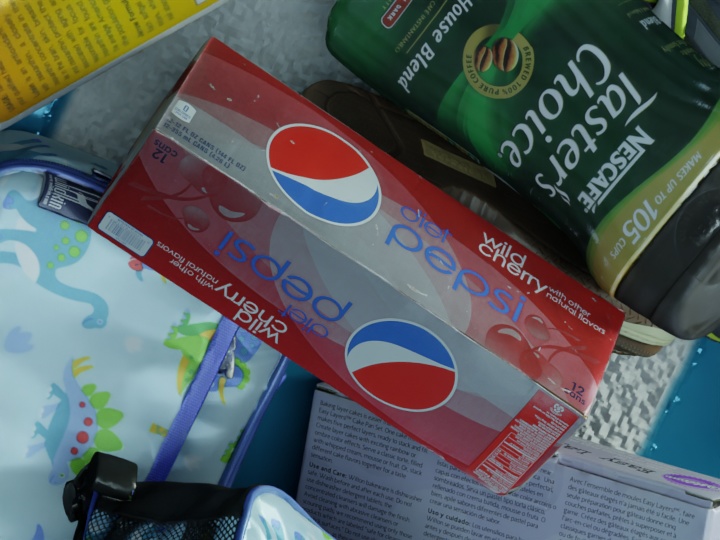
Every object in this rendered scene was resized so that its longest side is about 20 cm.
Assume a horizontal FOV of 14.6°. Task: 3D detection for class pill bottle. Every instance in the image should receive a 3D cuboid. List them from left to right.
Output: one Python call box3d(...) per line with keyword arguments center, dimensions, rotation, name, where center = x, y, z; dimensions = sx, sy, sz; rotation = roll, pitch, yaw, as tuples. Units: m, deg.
box3d(center=(-0.140, -0.118, 1.089), dimensions=(0.200, 0.111, 0.111), rotation=(-30, 107, -5), name="pill bottle")

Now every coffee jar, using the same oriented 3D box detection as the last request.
box3d(center=(0.089, -0.067, 1.122), dimensions=(0.200, 0.085, 0.104), rotation=(41, 103, 12), name="coffee jar")

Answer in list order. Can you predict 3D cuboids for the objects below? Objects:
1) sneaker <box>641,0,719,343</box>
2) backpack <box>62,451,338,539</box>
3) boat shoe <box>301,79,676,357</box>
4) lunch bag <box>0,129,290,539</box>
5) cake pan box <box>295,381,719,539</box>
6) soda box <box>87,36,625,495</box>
box3d(center=(0.161, -0.065, 1.168), dimensions=(0.074, 0.081, 0.200), rotation=(-15, 105, -44), name="sneaker")
box3d(center=(-0.040, 0.196, 1.060), dimensions=(0.183, 0.147, 0.200), rotation=(44, 55, -48), name="backpack")
box3d(center=(0.041, -0.009, 1.185), dimensions=(0.202, 0.075, 0.075), rotation=(28, 124, -21), name="boat shoe")
box3d(center=(-0.121, 0.055, 1.148), dimensions=(0.161, 0.082, 0.200), rotation=(25, 97, -19), name="lunch bag")
box3d(center=(0.057, 0.155, 1.164), dimensions=(0.200, 0.052, 0.184), rotation=(14, 103, 29), name="cake pan box")
box3d(center=(0.000, 0.000, 1.092), dimensions=(0.200, 0.070, 0.063), rotation=(34, 130, -6), name="soda box")
